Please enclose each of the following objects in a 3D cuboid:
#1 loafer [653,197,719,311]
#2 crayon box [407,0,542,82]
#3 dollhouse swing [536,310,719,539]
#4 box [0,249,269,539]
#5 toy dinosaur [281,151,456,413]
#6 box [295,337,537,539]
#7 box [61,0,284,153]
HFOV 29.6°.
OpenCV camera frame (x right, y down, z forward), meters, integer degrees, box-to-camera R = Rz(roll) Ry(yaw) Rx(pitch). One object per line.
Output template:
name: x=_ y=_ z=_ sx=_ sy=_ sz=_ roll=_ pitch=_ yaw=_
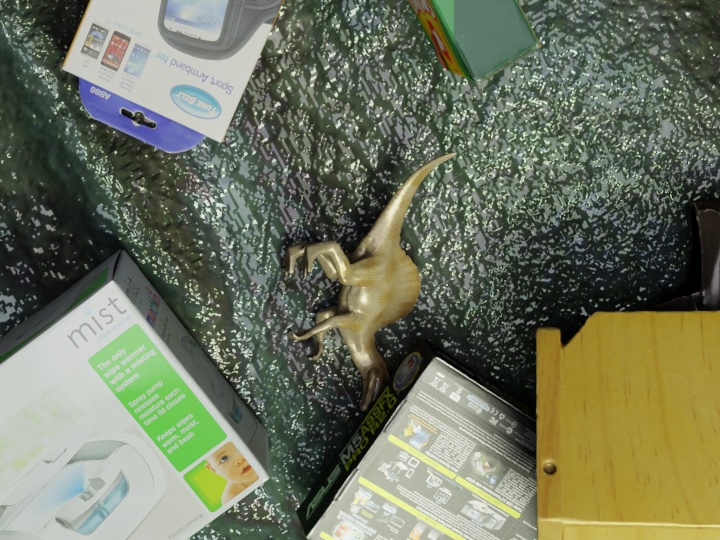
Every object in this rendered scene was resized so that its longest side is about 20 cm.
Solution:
loafer: x=0.243 y=0.039 z=0.987 sx=0.071 sy=0.073 sz=0.202 roll=13 pitch=92 yaw=-2
crayon box: x=0.038 y=-0.223 z=0.878 sx=0.050 sy=0.127 sz=0.201 roll=-29 pitch=102 yaw=1
dollhouse swing: x=0.223 y=0.142 z=0.947 sx=0.198 sy=0.176 sz=0.184 roll=-1 pitch=71 yaw=9
box: x=-0.192 y=0.118 z=0.945 sx=0.199 sy=0.097 sz=0.177 roll=-35 pitch=105 yaw=4
toy dinosaur: x=0.000 y=0.000 z=0.967 sx=0.100 sy=0.058 sz=0.202 roll=5 pitch=110 yaw=-22
box: x=0.078 y=0.167 z=0.993 sx=0.199 sy=0.044 sz=0.161 roll=32 pitch=98 yaw=-19
box: x=-0.116 y=-0.181 z=0.916 sx=0.118 sy=0.041 sz=0.202 roll=23 pitch=97 yaw=-10
